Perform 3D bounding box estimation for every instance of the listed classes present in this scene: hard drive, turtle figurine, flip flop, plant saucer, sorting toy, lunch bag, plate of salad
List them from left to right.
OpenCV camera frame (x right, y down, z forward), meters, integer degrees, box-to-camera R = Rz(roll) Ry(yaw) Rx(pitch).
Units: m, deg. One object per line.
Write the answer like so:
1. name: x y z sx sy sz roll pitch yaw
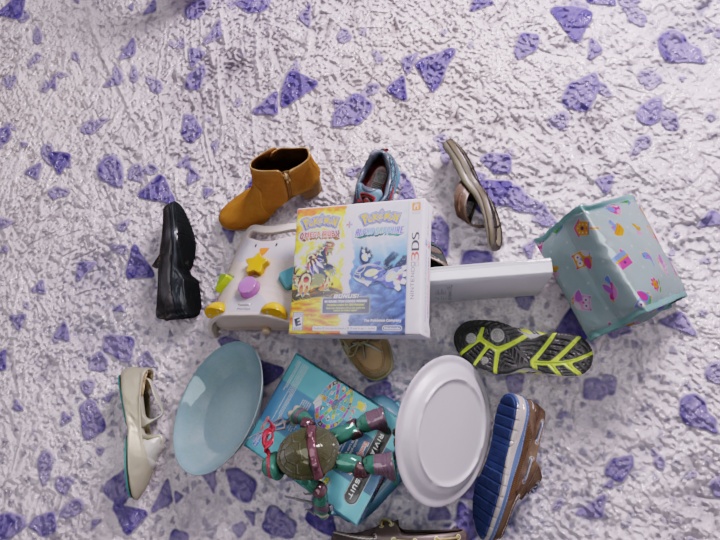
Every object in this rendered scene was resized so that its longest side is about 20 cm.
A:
1. plant saucer: -0.207 0.210 0.856 0.198 0.039 0.204 -24 49 29
2. sorting toy: -0.150 0.006 0.892 0.196 0.107 0.183 -2 60 19
3. turtle figurine: -0.055 0.247 0.741 0.195 0.101 0.153 -12 71 2
4. plate of salad: 0.113 0.220 0.784 0.048 0.198 0.204 -1 71 50
5. flip flop: 0.170 -0.117 0.894 0.057 0.081 0.203 -29 72 18
6. hard drive: 0.169 0.018 0.828 0.195 0.132 0.027 -5 74 7
7. lunch bag: 0.370 -0.010 0.804 0.197 0.122 0.173 -11 68 -38

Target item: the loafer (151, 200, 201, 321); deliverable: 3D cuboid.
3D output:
1. loafer: -0.319 -0.016 0.944 0.071 0.073 0.204 -11 74 10

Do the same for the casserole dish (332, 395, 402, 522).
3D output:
1. casserole dish: 0.008 0.280 0.839 0.121 0.039 0.200 43 85 16

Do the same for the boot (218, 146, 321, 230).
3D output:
1. boot: -0.160 -0.137 0.909 0.197 0.144 0.072 -20 73 3

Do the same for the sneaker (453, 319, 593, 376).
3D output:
1. sneaker: 0.234 0.121 0.826 0.196 0.076 0.077 10 80 22

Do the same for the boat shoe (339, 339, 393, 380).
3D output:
1. boat shoe: -0.013 0.077 0.877 0.072 0.063 0.202 -30 74 0

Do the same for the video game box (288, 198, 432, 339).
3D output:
1. video game box: 0.000 0.000 0.781 0.196 0.047 0.186 -3 75 21

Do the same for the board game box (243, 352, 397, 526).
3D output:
1. board game box: -0.047 0.238 0.814 0.198 0.047 0.153 28 81 17

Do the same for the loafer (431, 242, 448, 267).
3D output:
1. loafer: 0.042 -0.023 0.854 0.195 0.063 0.073 6 107 -14

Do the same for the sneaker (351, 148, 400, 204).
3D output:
1. sneaker: 0.007 -0.102 0.900 0.078 0.096 0.204 12 80 11

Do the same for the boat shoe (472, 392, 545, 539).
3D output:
1. boat shoe: 0.215 0.280 0.786 0.071 0.072 0.204 18 87 -14

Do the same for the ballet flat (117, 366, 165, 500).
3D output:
1. ballet flat: -0.341 0.250 0.888 0.068 0.070 0.204 -14 75 5

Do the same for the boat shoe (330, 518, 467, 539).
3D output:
1. boat shoe: 0.053 0.383 0.791 0.195 0.072 0.061 6 71 6
